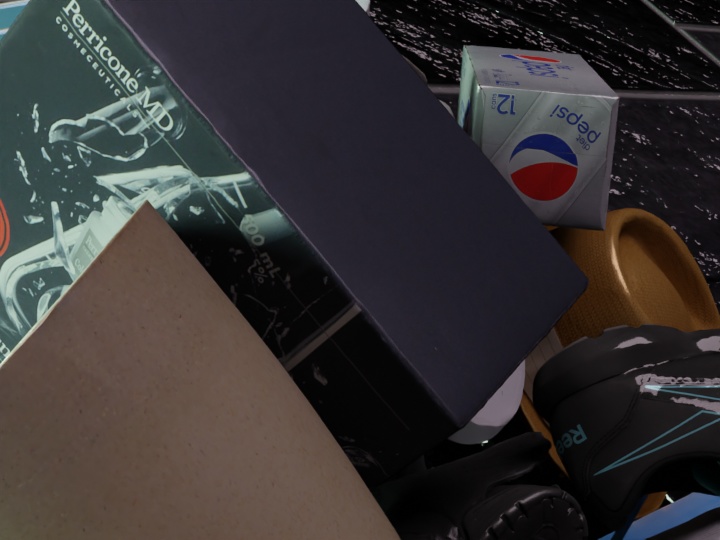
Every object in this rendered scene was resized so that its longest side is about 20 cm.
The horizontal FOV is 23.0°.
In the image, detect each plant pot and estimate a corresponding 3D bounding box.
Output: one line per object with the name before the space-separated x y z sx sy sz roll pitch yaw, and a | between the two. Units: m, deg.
plant pot | -0.056 0.116 0.548 0.200 0.187 0.188 43 29 -6

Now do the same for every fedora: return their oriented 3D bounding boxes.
fedora | 0.132 0.028 0.907 0.200 0.081 0.202 43 33 -37

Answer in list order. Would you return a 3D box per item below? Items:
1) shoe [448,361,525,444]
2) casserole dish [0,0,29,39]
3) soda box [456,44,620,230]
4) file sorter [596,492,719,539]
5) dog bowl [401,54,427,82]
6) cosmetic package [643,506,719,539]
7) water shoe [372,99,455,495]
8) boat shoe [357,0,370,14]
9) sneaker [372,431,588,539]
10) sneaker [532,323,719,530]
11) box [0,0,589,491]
shoe | 0.000 0.000 0.775 0.071 0.091 0.201 3 56 -42
casserole dish | -0.198 -0.104 0.963 0.199 0.039 0.121 -17 47 -37
soda box | 0.085 -0.072 0.892 0.068 0.064 0.200 5 12 0
file sorter | 0.238 0.144 0.842 0.200 0.123 0.138 42 34 27
dog bowl | 0.024 -0.040 0.975 0.200 0.059 0.201 41 25 -24
cosmetic package | 0.116 0.162 0.724 0.199 0.101 0.072 -22 83 -51
water shoe | 0.014 0.017 0.850 0.071 0.202 0.079 0 -23 39
boat shoe | -0.073 -0.111 1.076 0.072 0.068 0.199 34 52 28
sneaker | 0.021 0.130 0.760 0.199 0.060 0.104 -27 13 -22
sneaker | 0.177 0.058 0.776 0.198 0.076 0.080 -14 61 -5
box | -0.055 -0.006 0.653 0.200 0.182 0.104 49 43 0
